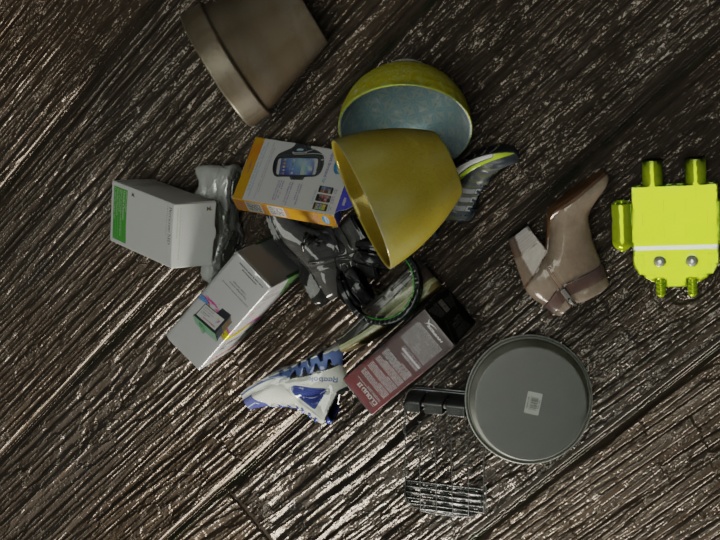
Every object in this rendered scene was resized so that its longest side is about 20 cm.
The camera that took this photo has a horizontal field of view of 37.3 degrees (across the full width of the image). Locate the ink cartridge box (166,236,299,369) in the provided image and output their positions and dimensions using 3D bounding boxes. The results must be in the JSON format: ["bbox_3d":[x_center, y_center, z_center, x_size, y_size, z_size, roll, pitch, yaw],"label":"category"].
[{"bbox_3d":[-0.203,0.052,1.737,0.084,0.145,0.200,45,111,5],"label":"ink cartridge box"}]

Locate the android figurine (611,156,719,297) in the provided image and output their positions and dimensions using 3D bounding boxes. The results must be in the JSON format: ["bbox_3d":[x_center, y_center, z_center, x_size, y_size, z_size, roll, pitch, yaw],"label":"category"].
[{"bbox_3d":[0.454,-0.062,1.541,0.179,0.041,0.203,1,100,19],"label":"android figurine"}]

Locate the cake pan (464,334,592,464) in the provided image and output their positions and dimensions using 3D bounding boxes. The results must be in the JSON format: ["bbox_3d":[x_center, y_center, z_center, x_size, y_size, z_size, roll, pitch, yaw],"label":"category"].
[{"bbox_3d":[0.259,0.200,1.635,0.197,0.037,0.204,0,94,3],"label":"cake pan"}]

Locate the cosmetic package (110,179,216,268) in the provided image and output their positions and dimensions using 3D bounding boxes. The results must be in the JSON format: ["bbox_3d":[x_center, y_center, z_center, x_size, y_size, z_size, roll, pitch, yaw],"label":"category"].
[{"bbox_3d":[-0.323,-0.080,1.742,0.199,0.084,0.109,19,109,47],"label":"cosmetic package"}]

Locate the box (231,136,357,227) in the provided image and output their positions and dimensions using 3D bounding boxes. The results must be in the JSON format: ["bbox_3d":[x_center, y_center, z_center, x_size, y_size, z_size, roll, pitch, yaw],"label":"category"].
[{"bbox_3d":[-0.091,-0.139,1.681,0.197,0.042,0.120,12,65,15],"label":"box"}]

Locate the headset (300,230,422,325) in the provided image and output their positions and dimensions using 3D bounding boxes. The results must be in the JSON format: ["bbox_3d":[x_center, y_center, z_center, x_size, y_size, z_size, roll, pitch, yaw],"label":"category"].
[{"bbox_3d":[0.000,0.000,1.635,0.199,0.094,0.124,33,95,18],"label":"headset"}]

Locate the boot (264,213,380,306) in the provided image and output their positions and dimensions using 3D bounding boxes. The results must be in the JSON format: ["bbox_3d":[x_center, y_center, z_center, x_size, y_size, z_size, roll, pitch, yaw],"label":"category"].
[{"bbox_3d":[-0.059,-0.055,1.716,0.131,0.070,0.201,-31,97,15],"label":"boot"}]

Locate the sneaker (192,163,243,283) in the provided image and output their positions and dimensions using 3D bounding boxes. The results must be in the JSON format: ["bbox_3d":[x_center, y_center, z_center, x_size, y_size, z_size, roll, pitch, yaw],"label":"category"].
[{"bbox_3d":[-0.248,-0.081,1.772,0.098,0.078,0.203,12,97,25],"label":"sneaker"}]

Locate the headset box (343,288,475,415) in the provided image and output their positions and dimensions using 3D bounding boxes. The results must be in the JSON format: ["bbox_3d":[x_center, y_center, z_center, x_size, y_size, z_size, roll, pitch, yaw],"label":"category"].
[{"bbox_3d":[0.070,0.130,1.656,0.200,0.149,0.075,-42,86,21],"label":"headset box"}]

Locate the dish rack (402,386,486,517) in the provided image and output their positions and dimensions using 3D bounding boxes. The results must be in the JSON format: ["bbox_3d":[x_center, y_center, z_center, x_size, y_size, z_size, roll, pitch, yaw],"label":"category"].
[{"bbox_3d":[0.139,0.295,1.719,0.151,0.054,0.203,4,104,20],"label":"dish rack"}]

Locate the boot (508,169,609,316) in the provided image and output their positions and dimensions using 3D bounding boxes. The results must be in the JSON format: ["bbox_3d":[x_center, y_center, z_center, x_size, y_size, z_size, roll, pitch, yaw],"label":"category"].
[{"bbox_3d":[0.321,-0.033,1.584,0.199,0.070,0.147,-37,94,23],"label":"boot"}]

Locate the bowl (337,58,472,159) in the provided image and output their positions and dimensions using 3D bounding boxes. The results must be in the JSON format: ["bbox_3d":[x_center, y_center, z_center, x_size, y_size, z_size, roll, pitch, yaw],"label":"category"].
[{"bbox_3d":[0.067,-0.248,1.588,0.197,0.200,0.109,-11,55,21],"label":"bowl"}]

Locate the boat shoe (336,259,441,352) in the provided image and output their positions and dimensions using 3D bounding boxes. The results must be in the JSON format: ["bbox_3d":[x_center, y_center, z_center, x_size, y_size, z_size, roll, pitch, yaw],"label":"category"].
[{"bbox_3d":[0.037,0.057,1.699,0.200,0.072,0.066,-36,79,21],"label":"boat shoe"}]

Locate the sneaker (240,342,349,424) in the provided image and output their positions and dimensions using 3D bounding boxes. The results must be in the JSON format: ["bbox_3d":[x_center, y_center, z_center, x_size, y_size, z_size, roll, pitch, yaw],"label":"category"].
[{"bbox_3d":[-0.096,0.209,1.767,0.198,0.080,0.116,-25,90,20],"label":"sneaker"}]

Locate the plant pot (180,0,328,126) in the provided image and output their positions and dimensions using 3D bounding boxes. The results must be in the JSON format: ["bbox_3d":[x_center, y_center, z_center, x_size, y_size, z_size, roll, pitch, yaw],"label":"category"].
[{"bbox_3d":[-0.150,-0.350,1.625,0.172,0.200,0.201,-32,90,6],"label":"plant pot"}]

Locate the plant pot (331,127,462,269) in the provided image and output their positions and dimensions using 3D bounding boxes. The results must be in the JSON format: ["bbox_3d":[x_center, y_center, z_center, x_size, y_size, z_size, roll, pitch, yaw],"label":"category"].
[{"bbox_3d":[0.062,-0.123,1.534,0.140,0.200,0.202,-24,93,-5],"label":"plant pot"}]

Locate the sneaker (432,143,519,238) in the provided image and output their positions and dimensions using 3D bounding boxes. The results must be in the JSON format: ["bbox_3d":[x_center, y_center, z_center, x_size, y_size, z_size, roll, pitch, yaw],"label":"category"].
[{"bbox_3d":[0.162,-0.123,1.620,0.199,0.074,0.081,-31,97,30],"label":"sneaker"}]
